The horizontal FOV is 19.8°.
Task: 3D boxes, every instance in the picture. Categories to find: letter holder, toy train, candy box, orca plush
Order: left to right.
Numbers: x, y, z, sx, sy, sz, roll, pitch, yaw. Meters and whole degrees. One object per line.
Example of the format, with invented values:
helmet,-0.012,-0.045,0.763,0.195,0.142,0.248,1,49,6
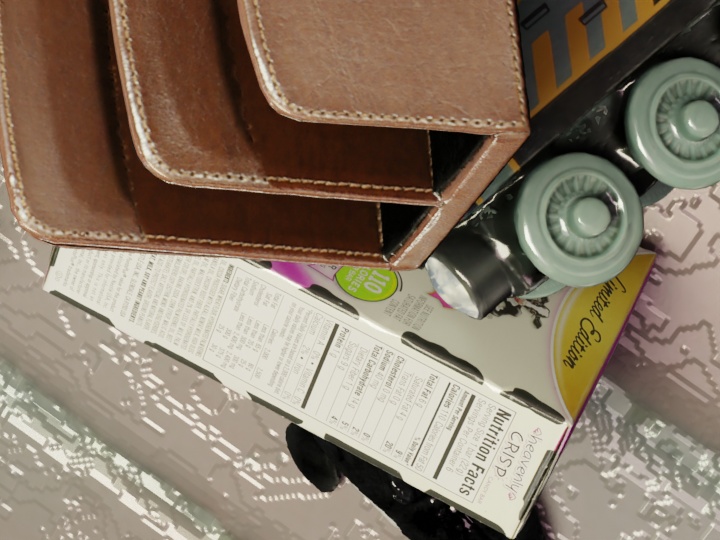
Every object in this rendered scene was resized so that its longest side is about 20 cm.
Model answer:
letter holder,-0.039,-0.114,0.635,0.141,0.201,0.101,4,156,-18
candy box,0.000,0.000,0.783,0.199,0.136,0.061,28,124,6
orca plush,0.016,0.088,0.844,0.105,0.071,0.201,-17,102,21
toy train,0.085,-0.075,0.730,0.200,0.085,0.114,-40,95,-13
